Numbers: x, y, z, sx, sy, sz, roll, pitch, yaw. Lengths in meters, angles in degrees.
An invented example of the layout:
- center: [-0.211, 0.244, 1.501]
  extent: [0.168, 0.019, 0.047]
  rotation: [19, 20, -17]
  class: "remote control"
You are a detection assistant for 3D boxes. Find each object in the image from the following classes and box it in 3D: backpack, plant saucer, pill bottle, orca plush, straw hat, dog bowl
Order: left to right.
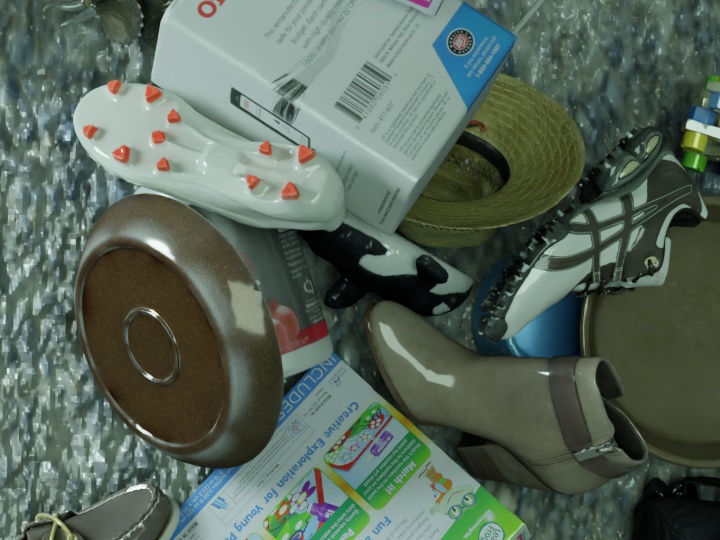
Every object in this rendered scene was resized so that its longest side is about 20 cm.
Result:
- center: [-0.133, 0.048, 1.301]
  extent: [0.032, 0.200, 0.201]
  rotation: [-27, 95, -43]
  class: "plant saucer"
- center: [-0.099, -0.017, 1.348]
  extent: [0.110, 0.111, 0.201]
  rotation: [-19, 93, -11]
  class: "pill bottle"
- center: [0.000, 0.000, 1.360]
  extent: [0.105, 0.200, 0.071]
  rotation: [32, 92, 33]
  class: "orca plush"
- center: [0.060, -0.064, 1.389]
  extent: [0.200, 0.202, 0.085]
  rotation: [-6, 133, -12]
  class: "straw hat"
- center: [0.184, 0.022, 1.438]
  extent: [0.199, 0.050, 0.112]
  rotation: [-21, 94, -11]
  class: "dog bowl"
- center: [0.254, 0.045, 1.413]
  extent: [0.199, 0.029, 0.201]
  rotation: [0, 90, -11]
  class: "plant saucer"
- center: [0.310, 0.239, 1.420]
  extent: [0.199, 0.167, 0.127]
  rotation: [10, 107, -15]
  class: "backpack"

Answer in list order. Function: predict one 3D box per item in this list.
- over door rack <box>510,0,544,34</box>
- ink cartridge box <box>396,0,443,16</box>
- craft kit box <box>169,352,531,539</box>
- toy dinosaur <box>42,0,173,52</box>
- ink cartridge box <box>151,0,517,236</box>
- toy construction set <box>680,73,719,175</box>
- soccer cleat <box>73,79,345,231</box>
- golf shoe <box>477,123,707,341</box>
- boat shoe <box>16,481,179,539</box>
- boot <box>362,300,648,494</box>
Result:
- center: [0.076, -0.231, 1.409]
  extent: [0.148, 0.067, 0.200]
  rotation: [41, 68, -2]
  class: "over door rack"
- center: [0.011, -0.267, 1.302]
  extent: [0.119, 0.042, 0.201]
  rotation: [20, 43, -12]
  class: "ink cartridge box"
- center: [-0.017, 0.192, 1.350]
  extent: [0.200, 0.049, 0.197]
  rotation: [-46, 65, -7]
  class: "craft kit box"
- center: [-0.118, -0.181, 1.376]
  extent: [0.199, 0.077, 0.103]
  rotation: [29, 95, -15]
  class: "toy dinosaur"
- center: [-0.019, -0.144, 1.287]
  extent: [0.199, 0.084, 0.146]
  rotation: [34, 62, 4]
  class: "ink cartridge box"
- center: [0.323, -0.084, 1.426]
  extent: [0.199, 0.131, 0.092]
  rotation: [32, 84, -10]
  class: "toy construction set"
- center: [-0.101, -0.068, 1.263]
  extent: [0.199, 0.078, 0.070]
  rotation: [20, 72, 22]
  class: "soccer cleat"
- center: [0.168, -0.010, 1.338]
  extent: [0.094, 0.078, 0.200]
  rotation: [45, 73, 0]
  class: "golf shoe"
- center: [-0.220, 0.207, 1.335]
  extent: [0.199, 0.072, 0.060]
  rotation: [-33, 120, -6]
  class: "boat shoe"
- center: [0.111, 0.084, 1.362]
  extent: [0.200, 0.146, 0.070]
  rotation: [50, 44, -29]
  class: "boot"
